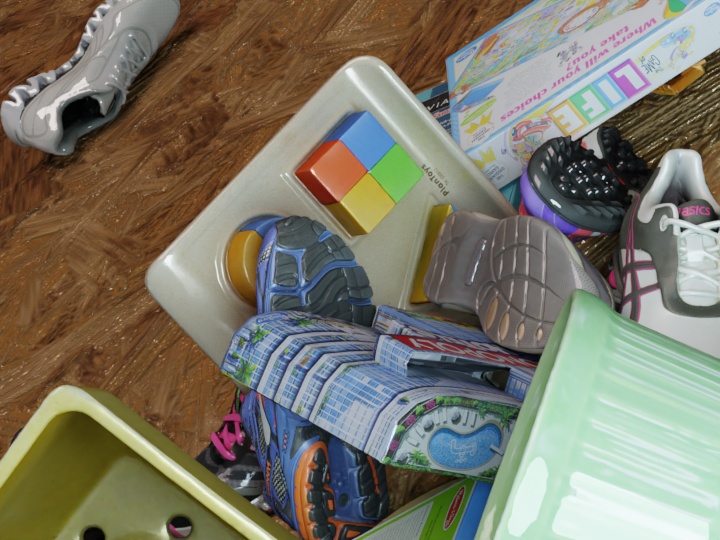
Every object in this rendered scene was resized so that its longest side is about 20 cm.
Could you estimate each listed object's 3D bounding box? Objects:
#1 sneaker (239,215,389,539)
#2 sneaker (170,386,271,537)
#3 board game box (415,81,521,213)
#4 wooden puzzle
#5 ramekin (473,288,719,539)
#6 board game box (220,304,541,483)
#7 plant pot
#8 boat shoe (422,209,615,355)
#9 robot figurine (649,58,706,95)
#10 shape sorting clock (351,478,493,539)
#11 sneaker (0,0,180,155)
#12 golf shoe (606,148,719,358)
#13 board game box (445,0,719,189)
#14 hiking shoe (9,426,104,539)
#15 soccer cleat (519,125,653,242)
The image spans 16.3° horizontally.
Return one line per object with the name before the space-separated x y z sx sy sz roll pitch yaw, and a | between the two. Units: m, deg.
sneaker | -0.039 0.066 1.448 0.075 0.200 0.078 -14 17 -38
sneaker | -0.056 0.082 1.566 0.200 0.087 0.074 -39 26 -1
board game box | 0.068 -0.061 1.687 0.151 0.047 0.200 -22 30 31
wooden puzzle | 0.000 0.000 1.512 0.200 0.185 0.046 -46 15 -14
ramekin | 0.111 0.117 1.171 0.200 0.098 0.200 20 -90 -88
board game box | 0.063 0.073 1.349 0.200 0.200 0.062 24 98 49
plant pot | -0.128 0.183 1.356 0.196 0.194 0.200 -52 1 3
boat shoe | 0.104 0.008 1.425 0.075 0.073 0.200 -70 22 6
robot figurine | 0.222 -0.186 1.680 0.200 0.058 0.145 -47 27 -19
shape sorting clock | 0.020 0.185 1.353 0.200 0.039 0.200 -41 16 15
sneaker | -0.226 -0.176 2.244 0.200 0.075 0.081 -47 41 -14
golf shoe | 0.172 0.011 1.365 0.077 0.088 0.200 4 30 -7
board game box | 0.146 -0.143 1.605 0.200 0.034 0.134 -32 29 20
hiking shoe | -0.202 0.139 1.647 0.200 0.101 0.076 -22 29 30
soccer cleat | 0.123 -0.039 1.503 0.073 0.068 0.200 -41 -4 18
